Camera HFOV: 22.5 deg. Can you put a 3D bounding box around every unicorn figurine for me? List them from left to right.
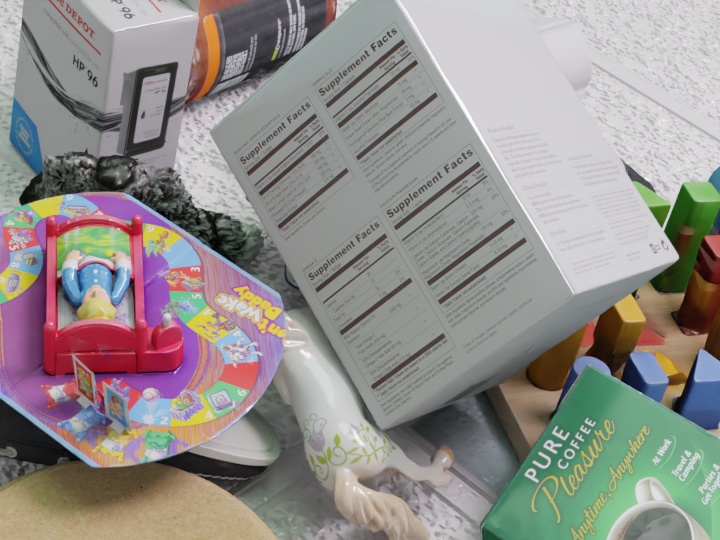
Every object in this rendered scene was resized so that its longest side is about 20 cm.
[{"bbox_3d":[-0.024,0.065,1.038,0.137,0.074,0.200,12,31,-49],"label":"unicorn figurine"}]

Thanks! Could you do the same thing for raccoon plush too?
[{"bbox_3d":[-0.134,0.012,1.110,0.199,0.096,0.135,16,72,-35],"label":"raccoon plush"}]

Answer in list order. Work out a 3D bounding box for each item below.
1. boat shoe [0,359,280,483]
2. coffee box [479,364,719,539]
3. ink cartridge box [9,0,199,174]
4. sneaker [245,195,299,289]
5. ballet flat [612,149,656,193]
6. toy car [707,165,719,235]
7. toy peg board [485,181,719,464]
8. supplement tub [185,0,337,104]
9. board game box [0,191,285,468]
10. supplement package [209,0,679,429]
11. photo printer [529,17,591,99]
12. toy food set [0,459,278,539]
[{"bbox_3d":[-0.143,0.088,1.017,0.198,0.061,0.074,16,25,-24],"label":"boat shoe"},{"bbox_3d":[0.180,0.153,1.018,0.199,0.044,0.123,29,69,18],"label":"coffee box"},{"bbox_3d":[-0.168,-0.141,1.181,0.067,0.201,0.116,-17,47,-34],"label":"ink cartridge box"},{"bbox_3d":[0.000,0.000,1.173,0.075,0.088,0.201,0,57,-61],"label":"sneaker"},{"bbox_3d":[0.135,-0.068,1.302,0.198,0.074,0.073,-3,41,-22],"label":"ballet flat"},{"bbox_3d":[0.351,-0.051,1.239,0.175,0.201,0.185,10,38,-13],"label":"toy car"},{"bbox_3d":[0.176,0.028,1.170,0.198,0.098,0.200,-2,40,-21],"label":"toy peg board"},{"bbox_3d":[-0.117,-0.184,1.331,0.107,0.108,0.199,37,42,26],"label":"supplement tub"},{"bbox_3d":[-0.136,0.013,0.972,0.199,0.039,0.158,33,51,22],"label":"board game box"},{"bbox_3d":[0.049,-0.043,1.045,0.151,0.150,0.201,-13,69,-58],"label":"supplement package"},{"bbox_3d":[0.041,-0.123,1.283,0.199,0.070,0.166,-22,14,-37],"label":"photo printer"},{"bbox_3d":[-0.126,0.176,0.918,0.198,0.049,0.199,-9,45,-24],"label":"toy food set"}]
